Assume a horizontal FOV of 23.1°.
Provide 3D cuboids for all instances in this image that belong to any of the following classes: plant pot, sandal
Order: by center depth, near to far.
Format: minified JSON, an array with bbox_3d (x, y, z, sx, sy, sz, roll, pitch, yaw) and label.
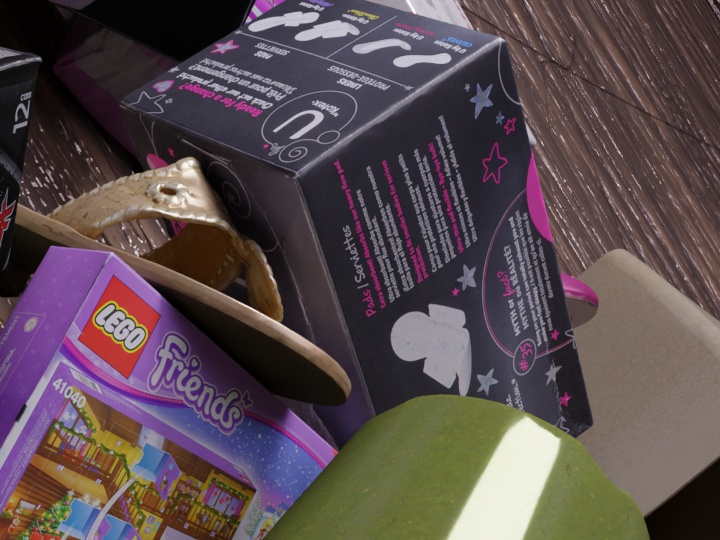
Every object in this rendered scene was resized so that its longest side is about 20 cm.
[{"bbox_3d":[0.014,0.149,0.600,0.200,0.200,0.190,50,44,-17],"label":"plant pot"},{"bbox_3d":[-0.088,-0.017,0.675,0.070,0.211,0.078,-64,156,-22],"label":"sandal"},{"bbox_3d":[0.179,0.109,1.086,0.200,0.200,0.177,31,23,-47],"label":"plant pot"}]

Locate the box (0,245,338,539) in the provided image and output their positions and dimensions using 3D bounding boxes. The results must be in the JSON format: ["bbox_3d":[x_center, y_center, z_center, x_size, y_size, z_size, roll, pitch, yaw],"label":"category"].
[{"bbox_3d":[-0.071,0.103,0.647,0.200,0.039,0.137,46,62,-39],"label":"box"}]

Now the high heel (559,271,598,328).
[{"bbox_3d":[0.028,-0.018,0.935,0.068,0.199,0.097,100,-3,-56],"label":"high heel"}]

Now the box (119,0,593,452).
[{"bbox_3d":[0.000,0.000,0.757,0.132,0.115,0.201,24,-41,46],"label":"box"}]

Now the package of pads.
[{"bbox_3d":[-0.091,-0.128,0.969,0.121,0.075,0.200,49,24,-24],"label":"package of pads"}]

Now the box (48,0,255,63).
[{"bbox_3d":[-0.132,-0.194,0.859,0.199,0.079,0.141,25,30,-7],"label":"box"}]

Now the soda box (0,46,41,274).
[{"bbox_3d":[-0.198,-0.051,0.515,0.199,0.071,0.063,17,17,16],"label":"soda box"}]

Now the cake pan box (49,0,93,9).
[{"bbox_3d":[-0.175,-0.223,0.728,0.199,0.052,0.185,13,81,-26],"label":"cake pan box"}]

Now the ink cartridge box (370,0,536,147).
[{"bbox_3d":[0.031,-0.133,1.181,0.145,0.084,0.200,62,15,9],"label":"ink cartridge box"}]
